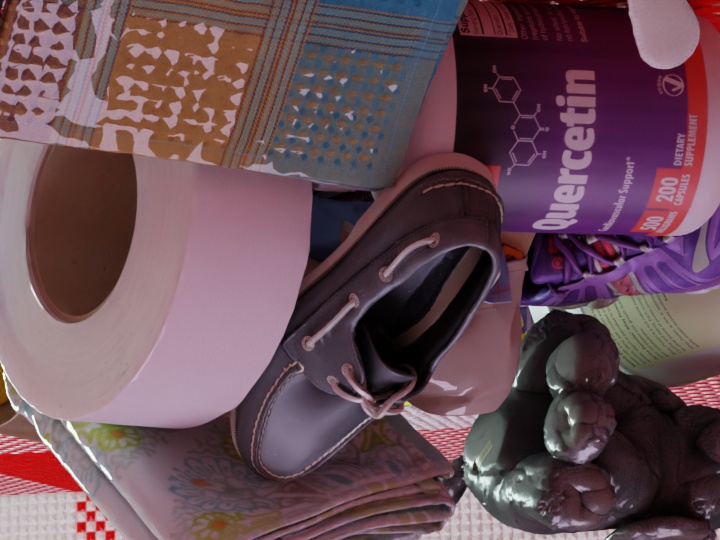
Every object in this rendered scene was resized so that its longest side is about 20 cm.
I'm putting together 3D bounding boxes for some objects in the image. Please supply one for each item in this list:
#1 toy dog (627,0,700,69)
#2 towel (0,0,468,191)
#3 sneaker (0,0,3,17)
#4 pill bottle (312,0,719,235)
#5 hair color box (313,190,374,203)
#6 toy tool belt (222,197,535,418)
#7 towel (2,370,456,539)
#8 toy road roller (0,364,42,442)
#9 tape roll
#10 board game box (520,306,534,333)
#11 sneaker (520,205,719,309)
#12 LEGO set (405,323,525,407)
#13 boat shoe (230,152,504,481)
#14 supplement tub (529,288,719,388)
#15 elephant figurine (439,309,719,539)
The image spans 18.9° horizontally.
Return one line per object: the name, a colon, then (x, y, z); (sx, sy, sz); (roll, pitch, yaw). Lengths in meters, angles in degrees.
toy dog: (0.165, -0.117, 0.901); (0.199, 0.097, 0.132); (-2, 168, 0)
towel: (-0.054, -0.106, 0.920); (0.199, 0.022, 0.147); (6, 125, -26)
sneaker: (-0.212, -0.124, 0.910); (0.115, 0.076, 0.200); (-10, 178, 13)
pill bottle: (0.076, -0.074, 1.058); (0.199, 0.113, 0.112); (1, 169, -12)
hair color box: (-0.002, -0.025, 1.231); (0.099, 0.061, 0.200); (-19, 148, 9)
toy tool belt: (0.000, 0.000, 1.124); (0.199, 0.123, 0.125); (-1, -149, -22)
towel: (-0.067, 0.086, 1.137); (0.171, 0.048, 0.200); (-12, -141, -36)
toy road roller: (-0.143, 0.011, 1.246); (0.145, 0.201, 0.123); (18, 179, 29)
tape roll: (-0.109, -0.025, 1.061); (0.071, 0.204, 0.202); (6, 166, -37)
board game box: (0.047, 0.037, 1.396); (0.199, 0.039, 0.158); (1, 177, 20)
sneaker: (0.138, -0.012, 1.172); (0.083, 0.081, 0.200); (-14, 173, -41)
LEGO set: (0.043, 0.035, 1.701); (0.153, 0.116, 0.200); (-29, -174, -26)
boat shoe: (0.002, 0.036, 1.018); (0.073, 0.062, 0.200); (22, 120, -29)
supplement tub: (0.205, -0.012, 1.272); (0.144, 0.146, 0.200); (7, 162, -36)
elephant figurine: (0.171, 0.116, 1.242); (0.199, 0.142, 0.155); (20, -177, -28)
